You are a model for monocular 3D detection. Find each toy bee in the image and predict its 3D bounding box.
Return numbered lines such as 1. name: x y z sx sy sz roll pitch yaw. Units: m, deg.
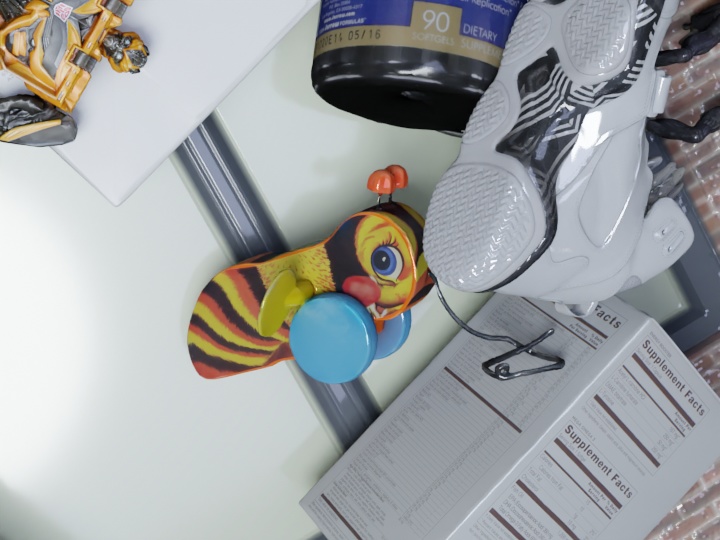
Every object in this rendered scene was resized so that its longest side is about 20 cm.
1. toy bee: 0.000 0.000 0.784 0.199 0.131 0.109 -6 98 3

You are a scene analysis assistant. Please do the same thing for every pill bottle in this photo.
1. pill bottle: 0.040 -0.182 0.772 0.111 0.112 0.201 9 83 -12

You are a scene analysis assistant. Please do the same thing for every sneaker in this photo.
1. sneaker: 0.119 -0.068 0.720 0.115 0.075 0.200 22 101 -38

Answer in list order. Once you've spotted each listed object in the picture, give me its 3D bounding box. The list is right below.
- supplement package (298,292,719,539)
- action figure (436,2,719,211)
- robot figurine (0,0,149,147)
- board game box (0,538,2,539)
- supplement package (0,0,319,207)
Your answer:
1. supplement package: 0.087 0.107 0.806 0.200 0.114 0.110 -46 124 -3
2. action figure: 0.142 -0.092 0.816 0.199 0.102 0.119 -20 101 -11
3. robot figurine: -0.183 -0.142 0.654 0.200 0.058 0.145 29 91 -11
4. board game box: -0.226 0.145 0.757 0.200 0.126 0.035 43 88 -13
5. supplement package: -0.144 -0.157 0.747 0.156 0.111 0.200 -46 101 -3
